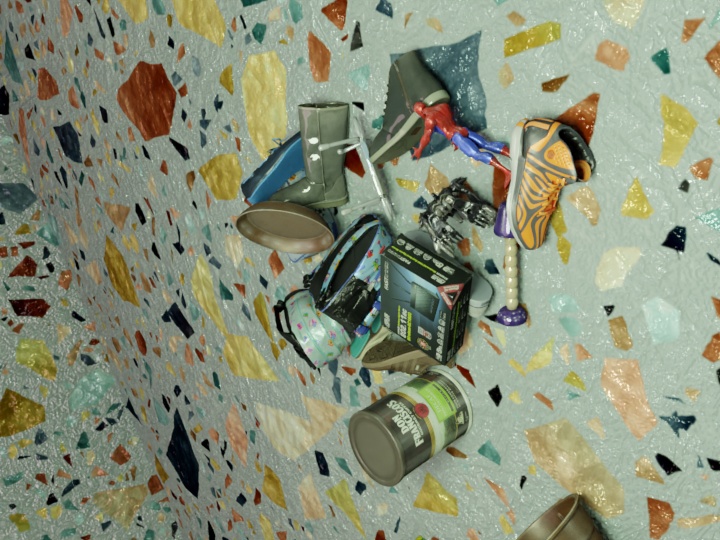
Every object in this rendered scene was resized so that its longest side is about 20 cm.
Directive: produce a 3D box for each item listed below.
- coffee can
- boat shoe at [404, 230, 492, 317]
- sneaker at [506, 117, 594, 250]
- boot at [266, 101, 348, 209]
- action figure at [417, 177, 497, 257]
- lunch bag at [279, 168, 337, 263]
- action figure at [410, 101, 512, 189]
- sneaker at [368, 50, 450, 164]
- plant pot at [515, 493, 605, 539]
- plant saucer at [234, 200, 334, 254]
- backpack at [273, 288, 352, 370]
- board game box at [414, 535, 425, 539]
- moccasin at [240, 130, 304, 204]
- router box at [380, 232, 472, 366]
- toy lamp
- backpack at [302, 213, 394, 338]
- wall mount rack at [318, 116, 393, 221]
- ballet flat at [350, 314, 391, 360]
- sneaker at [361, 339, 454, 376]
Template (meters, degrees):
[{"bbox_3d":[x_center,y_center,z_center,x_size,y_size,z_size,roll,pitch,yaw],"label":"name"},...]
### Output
[{"bbox_3d":[0.095,0.294,1.413,0.145,0.198,0.149,26,127,40],"label":"coffee can"},{"bbox_3d":[0.146,0.014,1.325,0.201,0.074,0.087,38,147,23],"label":"boat shoe"},{"bbox_3d":[0.277,-0.117,1.082,0.111,0.077,0.203,16,125,41],"label":"sneaker"},{"bbox_3d":[-0.103,-0.218,1.438,0.073,0.179,0.203,-120,22,-53],"label":"boot"},{"bbox_3d":[0.152,-0.084,1.206,0.119,0.200,0.102,-41,99,10],"label":"action figure"},{"bbox_3d":[-0.140,-0.125,1.596,0.160,0.075,0.202,-30,85,55],"label":"lunch bag"},{"bbox_3d":[0.157,-0.189,1.179,0.199,0.065,0.099,40,146,13],"label":"action figure"},{"bbox_3d":[0.065,-0.275,1.276,0.200,0.074,0.107,-42,70,42],"label":"sneaker"},{"bbox_3d":[0.354,0.516,1.228,0.199,0.199,0.201,48,139,12],"label":"plant pot"},{"bbox_3d":[-0.146,-0.087,1.460,0.199,0.198,0.035,-21,55,53],"label":"plant saucer"},{"bbox_3d":[-0.095,0.120,1.572,0.167,0.126,0.200,50,-179,-14],"label":"backpack"},{"bbox_3d":[0.076,0.711,1.650,0.056,0.199,0.167,30,131,35],"label":"board game box"},{"bbox_3d":[-0.166,-0.223,1.491,0.068,0.200,0.081,42,170,34],"label":"moccasin"},{"bbox_3d":[0.108,0.053,1.283,0.149,0.062,0.202,32,146,26],"label":"router box"},{"bbox_3d":[0.242,-0.012,1.197,0.058,0.058,0.203,21,125,43],"label":"toy lamp"},{"bbox_3d":[0.000,0.000,1.417,0.134,0.201,0.183,34,-176,-19],"label":"backpack"},{"bbox_3d":[-0.007,-0.173,1.341,0.074,0.174,0.203,-20,92,10],"label":"wall mount rack"},{"bbox_3d":[0.040,0.116,1.506,0.070,0.069,0.201,53,140,18],"label":"ballet flat"},{"bbox_3d":[0.090,0.177,1.440,0.198,0.071,0.076,-16,117,39],"label":"sneaker"}]
